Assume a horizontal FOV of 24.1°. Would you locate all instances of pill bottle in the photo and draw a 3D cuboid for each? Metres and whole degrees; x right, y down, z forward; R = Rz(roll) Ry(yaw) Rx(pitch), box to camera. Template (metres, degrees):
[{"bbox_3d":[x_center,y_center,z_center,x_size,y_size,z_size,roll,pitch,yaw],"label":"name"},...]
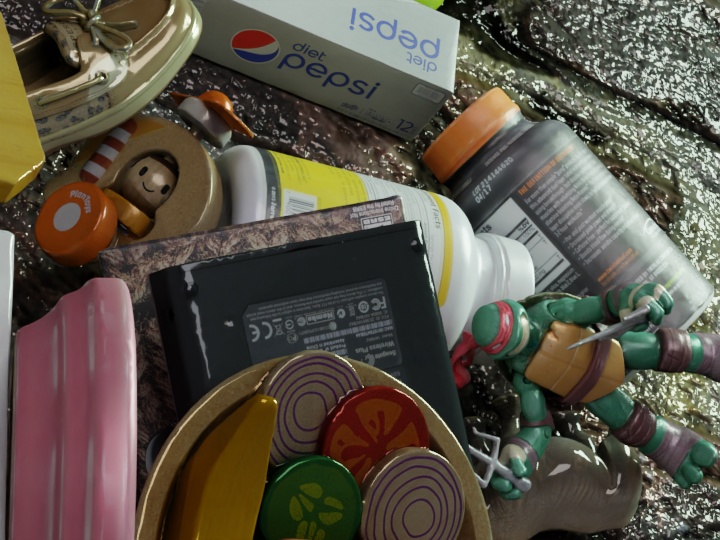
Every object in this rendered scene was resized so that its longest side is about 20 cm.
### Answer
[{"bbox_3d":[0.130,-0.025,1.108,0.200,0.106,0.106,49,50,4],"label":"pill bottle"},{"bbox_3d":[0.000,0.000,1.015,0.198,0.112,0.113,14,56,-23],"label":"pill bottle"}]

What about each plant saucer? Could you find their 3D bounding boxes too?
[{"bbox_3d":[-0.131,0.104,0.744,0.050,0.201,0.202,2,60,-11],"label":"plant saucer"}]

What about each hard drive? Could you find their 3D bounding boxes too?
[{"bbox_3d":[-0.013,0.087,0.788,0.138,0.033,0.202,-11,88,-30],"label":"hard drive"}]

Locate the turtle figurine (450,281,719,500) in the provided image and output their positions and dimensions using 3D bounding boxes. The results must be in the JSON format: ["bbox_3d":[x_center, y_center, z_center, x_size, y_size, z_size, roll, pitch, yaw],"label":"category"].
[{"bbox_3d":[0.132,0.057,0.980,0.199,0.150,0.101,17,29,-29],"label":"turtle figurine"}]

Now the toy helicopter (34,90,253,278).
[{"bbox_3d":[-0.133,-0.083,0.991,0.079,0.132,0.201,46,14,-51],"label":"toy helicopter"}]

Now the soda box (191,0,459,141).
[{"bbox_3d":[-0.034,-0.162,1.122,0.198,0.063,0.069,21,54,-19],"label":"soda box"}]

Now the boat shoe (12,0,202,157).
[{"bbox_3d":[-0.179,-0.107,0.952,0.199,0.063,0.073,-37,41,-14],"label":"boat shoe"}]

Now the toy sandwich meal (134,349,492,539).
[{"bbox_3d":[-0.008,0.134,0.719,0.204,0.070,0.207,6,78,-31],"label":"toy sandwich meal"}]

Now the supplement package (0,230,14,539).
[{"bbox_3d":[-0.256,0.083,0.760,0.150,0.200,0.152,9,58,-24],"label":"supplement package"}]

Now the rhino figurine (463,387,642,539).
[{"bbox_3d":[0.090,0.125,1.028,0.198,0.060,0.088,-2,63,-29],"label":"rhino figurine"}]

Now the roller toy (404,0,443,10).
[{"bbox_3d":[0.004,-0.294,1.174,0.199,0.140,0.183,32,51,-9],"label":"roller toy"}]

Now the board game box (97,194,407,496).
[{"bbox_3d":[-0.040,0.076,0.878,0.158,0.097,0.202,-11,88,-4],"label":"board game box"}]

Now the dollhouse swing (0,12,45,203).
[{"bbox_3d":[-0.295,-0.071,0.872,0.175,0.182,0.201,27,28,-45],"label":"dollhouse swing"}]
